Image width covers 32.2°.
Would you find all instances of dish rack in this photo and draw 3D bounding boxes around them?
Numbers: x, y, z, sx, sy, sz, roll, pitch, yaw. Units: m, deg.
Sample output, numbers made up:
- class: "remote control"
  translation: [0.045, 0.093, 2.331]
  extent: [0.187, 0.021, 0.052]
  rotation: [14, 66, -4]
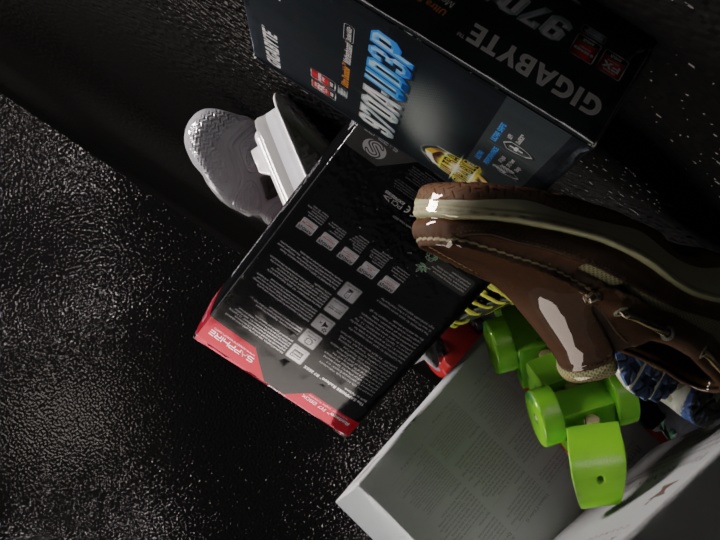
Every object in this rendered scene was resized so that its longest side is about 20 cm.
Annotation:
- class: "dish rack"
  translation: [-0.017, -0.020, 0.927]
  extent: [0.172, 0.043, 0.200]
  rotation: [41, -158, -59]

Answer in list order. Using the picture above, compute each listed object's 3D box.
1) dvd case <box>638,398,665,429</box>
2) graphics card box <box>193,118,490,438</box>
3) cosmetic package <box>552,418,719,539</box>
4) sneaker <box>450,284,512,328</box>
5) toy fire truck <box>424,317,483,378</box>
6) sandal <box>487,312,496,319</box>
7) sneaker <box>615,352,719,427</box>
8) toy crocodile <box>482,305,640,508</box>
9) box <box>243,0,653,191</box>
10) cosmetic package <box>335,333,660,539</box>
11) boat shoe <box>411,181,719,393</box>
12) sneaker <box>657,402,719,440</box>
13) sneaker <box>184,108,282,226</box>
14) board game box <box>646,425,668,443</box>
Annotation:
- class: "dvd case"
  translation: [0.155, 0.054, 0.999]
  extent: [0.143, 0.018, 0.200]
  rotation: [53, 171, -10]
- class: "graphics card box"
  translation: [0.000, 0.000, 0.774]
  extent: [0.125, 0.200, 0.051]
  rotation: [34, -148, -9]
- class: "cosmetic package"
  translation: [0.219, 0.206, 0.776]
  extent: [0.167, 0.200, 0.167]
  rotation: [53, 148, 7]
- class: "sneaker"
  translation: [0.083, 0.007, 0.838]
  extent: [0.074, 0.085, 0.200]
  rotation: [42, 172, -18]
- class: "toy fire truck"
  translation: [0.035, 0.013, 1.075]
  extent: [0.200, 0.049, 0.141]
  rotation: [56, 167, 15]
- class: "sandal"
  translation: [0.137, 0.086, 1.015]
  extent: [0.076, 0.043, 0.200]
  rotation: [38, 164, 53]
- class: "sneaker"
  translation: [0.160, 0.033, 0.727]
  extent: [0.085, 0.077, 0.200]
  rotation: [34, 175, 37]
- class: "toy crocodile"
  translation: [0.132, 0.074, 0.831]
  extent: [0.200, 0.067, 0.062]
  rotation: [-115, 12, -54]
- class: "box"
  translation: [0.026, -0.094, 0.542]
  extent: [0.159, 0.046, 0.200]
  rotation: [32, 174, 0]
- class: "cosmetic package"
  translation: [0.102, 0.143, 0.882]
  extent: [0.151, 0.200, 0.052]
  rotation: [44, 147, 3]
- class: "boat shoe"
  translation: [0.109, 0.015, 0.576]
  extent: [0.202, 0.075, 0.075]
  rotation: [15, 173, -28]
- class: "sneaker"
  translation: [0.256, 0.130, 0.921]
  extent: [0.200, 0.088, 0.074]
  rotation: [26, 171, 48]
- class: "sneaker"
  translation: [-0.109, -0.090, 1.145]
  extent: [0.114, 0.076, 0.200]
  rotation: [25, 172, 45]
- class: "board game box"
  translation: [0.214, 0.135, 1.114]
  extent: [0.200, 0.103, 0.019]
  rotation: [28, 170, 38]
